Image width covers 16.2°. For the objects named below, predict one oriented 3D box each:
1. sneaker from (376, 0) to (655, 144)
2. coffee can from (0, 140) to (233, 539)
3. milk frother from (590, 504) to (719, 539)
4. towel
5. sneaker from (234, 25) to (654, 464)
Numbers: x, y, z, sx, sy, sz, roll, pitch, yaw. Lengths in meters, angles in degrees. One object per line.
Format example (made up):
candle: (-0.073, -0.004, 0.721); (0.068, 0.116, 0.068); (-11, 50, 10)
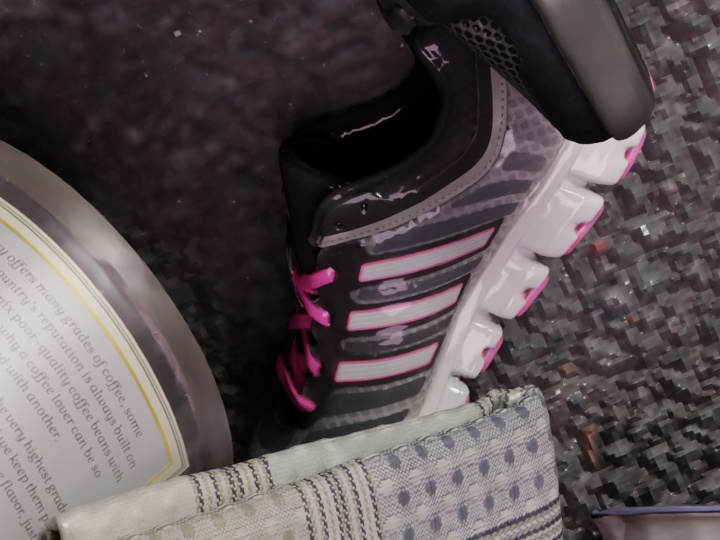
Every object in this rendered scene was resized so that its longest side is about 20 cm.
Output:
sneaker: (-0.011, -0.095, 0.667); (0.114, 0.076, 0.199); (-38, 111, 13)
coffee can: (-0.154, 0.073, 0.686); (0.200, 0.146, 0.147); (-41, 122, -34)
milk frother: (0.136, 0.176, 0.845); (0.180, 0.200, 0.189); (5, 81, -29)
towel: (-0.013, 0.144, 0.698); (0.200, 0.034, 0.193); (-15, 103, -41)
sneaker: (0.000, 0.000, 0.767); (0.087, 0.074, 0.200); (30, 103, -20)
